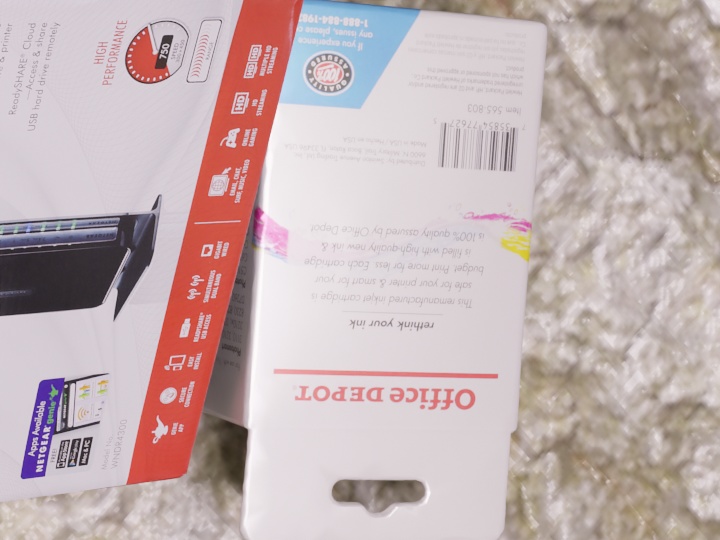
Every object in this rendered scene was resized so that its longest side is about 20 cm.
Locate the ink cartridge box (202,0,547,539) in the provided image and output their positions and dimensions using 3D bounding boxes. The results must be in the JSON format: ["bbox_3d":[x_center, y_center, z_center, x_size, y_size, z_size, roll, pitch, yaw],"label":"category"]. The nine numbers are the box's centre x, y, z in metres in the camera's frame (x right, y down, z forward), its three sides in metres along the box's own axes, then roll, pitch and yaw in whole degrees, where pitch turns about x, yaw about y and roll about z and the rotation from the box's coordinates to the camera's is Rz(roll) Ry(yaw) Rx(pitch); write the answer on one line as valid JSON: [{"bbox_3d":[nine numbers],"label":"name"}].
[{"bbox_3d":[0.000,0.000,0.951,0.115,0.068,0.200,3,94,-25],"label":"ink cartridge box"}]

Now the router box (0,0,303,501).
[{"bbox_3d":[-0.126,-0.013,0.844,0.179,0.049,0.200,-6,124,-35],"label":"router box"}]
